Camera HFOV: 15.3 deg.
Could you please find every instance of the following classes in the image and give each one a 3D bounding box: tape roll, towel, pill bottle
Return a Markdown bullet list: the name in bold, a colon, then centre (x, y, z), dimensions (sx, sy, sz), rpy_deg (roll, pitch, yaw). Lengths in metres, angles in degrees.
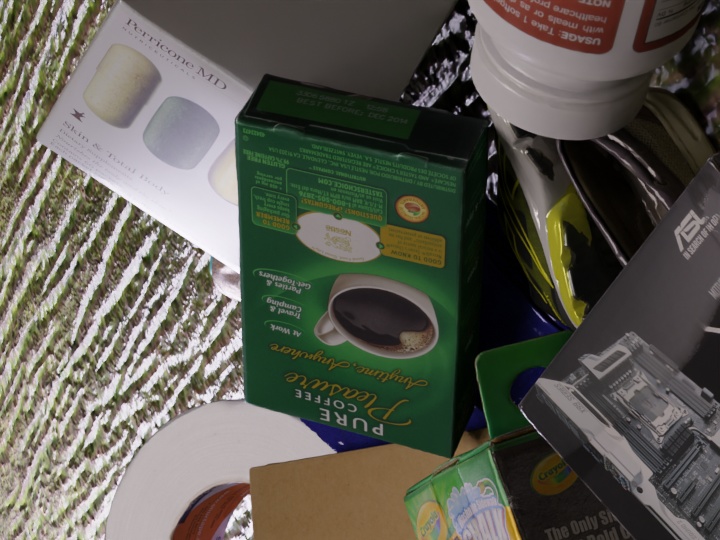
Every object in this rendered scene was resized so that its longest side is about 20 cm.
- **tape roll**: centre (-0.058, 0.178, 1.634), dimensions (0.199, 0.066, 0.202), rpy_deg (-1, 87, 29)
- **towel**: centre (0.040, 0.040, 1.455), dimensions (0.148, 0.049, 0.200), rpy_deg (43, 137, 13)
- **pill bottle**: centre (0.105, -0.158, 1.179), dimensions (0.112, 0.112, 0.201), rpy_deg (57, 151, 35)

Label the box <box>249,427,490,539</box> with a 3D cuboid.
- **box**: centre (0.015, 0.177, 1.462), dimensions (0.199, 0.021, 0.165), rpy_deg (-14, 78, 47)

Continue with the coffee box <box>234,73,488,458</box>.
- **coffee box**: centre (0.000, 0.000, 1.355), dimensions (0.122, 0.044, 0.201), rpy_deg (12, 134, 15)

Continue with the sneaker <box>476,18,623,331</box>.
- **sneaker**: centre (0.089, -0.058, 1.323), dimensions (0.085, 0.074, 0.201), rpy_deg (-5, 99, 67)

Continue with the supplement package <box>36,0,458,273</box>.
- **supplement package**: centre (-0.058, -0.121, 1.448), dimensions (0.151, 0.151, 0.200), rpy_deg (33, 154, -7)

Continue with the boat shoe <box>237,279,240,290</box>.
- **boat shoe**: centre (-0.016, -0.004, 1.592), dimensions (0.061, 0.074, 0.200), rpy_deg (60, 148, 10)

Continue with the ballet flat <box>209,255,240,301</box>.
- **ballet flat**: centre (-0.054, -0.050, 1.679), dimensions (0.067, 0.068, 0.201), rpy_deg (38, 146, 28)

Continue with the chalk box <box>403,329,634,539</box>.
- **chalk box**: centre (0.109, 0.133, 1.333), dimensions (0.124, 0.124, 0.201), rpy_deg (-41, 66, 64)

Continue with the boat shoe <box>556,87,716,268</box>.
- **boat shoe**: centre (0.153, 0.004, 1.227), dimensions (0.201, 0.064, 0.072), rpy_deg (63, 151, 24)

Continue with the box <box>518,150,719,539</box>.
- **box**: centre (0.171, 0.055, 1.150), dimensions (0.158, 0.050, 0.200), rpy_deg (49, 141, 12)
